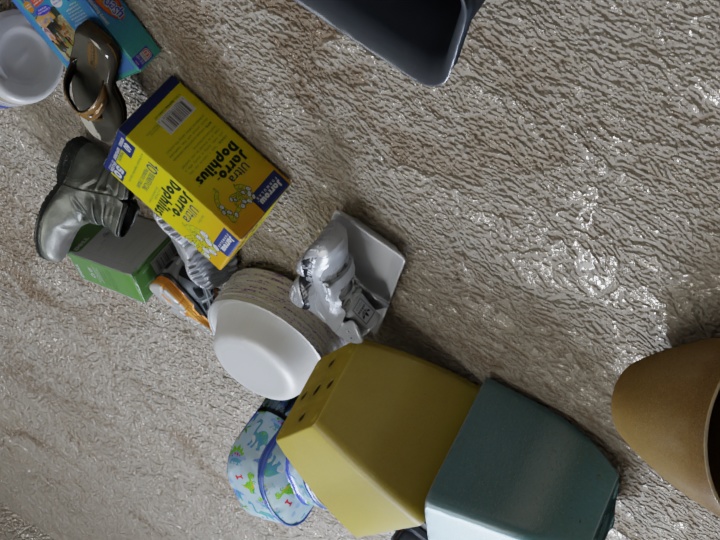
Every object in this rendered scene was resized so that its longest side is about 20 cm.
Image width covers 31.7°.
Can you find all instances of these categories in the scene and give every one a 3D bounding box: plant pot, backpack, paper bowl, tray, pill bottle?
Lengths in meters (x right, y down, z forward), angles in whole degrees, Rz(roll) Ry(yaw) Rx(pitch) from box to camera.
[{"bbox_3d":[0.010,0.204,1.636,0.175,0.202,0.200,36,152,-13],"label":"plant pot"},{"bbox_3d":[-0.092,0.273,1.879,0.146,0.200,0.184,13,141,39],"label":"backpack"},{"bbox_3d":[-0.124,0.101,1.767,0.198,0.105,0.202,24,147,17],"label":"paper bowl"},{"bbox_3d":[0.211,0.291,1.574,0.197,0.197,0.198,18,145,20],"label":"plant pot"},{"bbox_3d":[0.341,0.145,1.243,0.187,0.186,0.199,51,161,-20],"label":"plant pot"},{"bbox_3d":[0.000,0.000,1.581,0.107,0.022,0.201,36,151,10],"label":"tray"},{"bbox_3d":[-0.492,-0.275,1.684,0.198,0.120,0.120,2,134,48],"label":"pill bottle"}]

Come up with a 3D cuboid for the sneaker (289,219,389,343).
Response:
[{"bbox_3d":[-0.018,0.017,1.532,0.114,0.075,0.200,37,156,5],"label":"sneaker"}]

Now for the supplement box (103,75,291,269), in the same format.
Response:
[{"bbox_3d":[-0.203,-0.119,1.566,0.199,0.110,0.109,41,151,-3],"label":"supplement box"}]

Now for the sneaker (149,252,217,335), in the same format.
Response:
[{"bbox_3d":[-0.242,0.034,1.865,0.077,0.078,0.200,25,166,16],"label":"sneaker"}]

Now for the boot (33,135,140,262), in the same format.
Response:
[{"bbox_3d":[-0.383,-0.078,1.794,0.130,0.067,0.202,31,112,21],"label":"boot"}]

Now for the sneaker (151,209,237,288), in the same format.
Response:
[{"bbox_3d":[-0.229,-0.057,1.748,0.082,0.074,0.201,61,177,45],"label":"sneaker"}]

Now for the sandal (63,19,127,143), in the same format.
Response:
[{"bbox_3d":[-0.328,-0.220,1.542,0.081,0.055,0.201,35,151,6],"label":"sandal"}]

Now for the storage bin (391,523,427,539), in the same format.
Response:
[{"bbox_3d":[0.106,0.520,2.041,0.199,0.135,0.146,37,151,7],"label":"storage bin"}]

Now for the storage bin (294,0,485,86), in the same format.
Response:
[{"bbox_3d":[0.033,-0.280,1.045,0.199,0.135,0.146,33,150,10],"label":"storage bin"}]

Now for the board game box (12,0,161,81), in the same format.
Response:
[{"bbox_3d":[-0.349,-0.317,1.533,0.151,0.045,0.201,-6,127,52],"label":"board game box"}]

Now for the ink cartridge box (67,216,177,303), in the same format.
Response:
[{"bbox_3d":[-0.363,-0.031,1.880,0.198,0.104,0.060,17,143,35],"label":"ink cartridge box"}]
